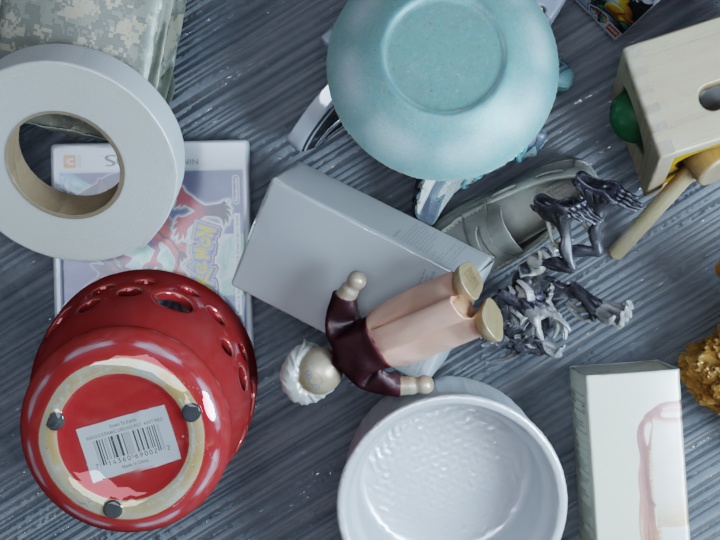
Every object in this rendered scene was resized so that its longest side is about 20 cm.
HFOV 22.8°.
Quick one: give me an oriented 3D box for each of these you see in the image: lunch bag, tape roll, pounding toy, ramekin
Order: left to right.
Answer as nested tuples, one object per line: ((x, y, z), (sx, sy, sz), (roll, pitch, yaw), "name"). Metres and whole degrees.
((-0.252, -0.099, 1.546), (0.202, 0.037, 0.204), (5, 123, 7), "tape roll")
((-0.241, -0.215, 1.570), (0.163, 0.118, 0.201), (12, 95, 0), "lunch bag")
((0.077, 0.190, 1.572), (0.199, 0.098, 0.202), (-1, 104, -2), "ramekin")
((0.296, -0.120, 1.546), (0.199, 0.184, 0.143), (-18, 79, 1), "pounding toy")

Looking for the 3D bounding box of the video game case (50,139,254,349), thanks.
((-0.189, -0.017, 1.625), (0.181, 0.023, 0.201), (-1, 92, 1), "video game case")

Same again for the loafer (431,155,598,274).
((0.122, -0.038, 1.592), (0.200, 0.070, 0.070), (-34, 94, 6), "loafer")

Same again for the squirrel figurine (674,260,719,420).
((0.366, 0.073, 1.543), (0.186, 0.142, 0.200), (33, 123, -30), "squirrel figurine")

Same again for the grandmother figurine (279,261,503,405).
((0.016, 0.058, 1.502), (0.199, 0.061, 0.122), (-27, 90, 24), "grandmother figurine")

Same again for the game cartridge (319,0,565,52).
((0.081, -0.217, 1.550), (0.200, 0.042, 0.133), (-41, 86, -7), "game cartridge")

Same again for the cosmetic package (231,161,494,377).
((0.000, 0.000, 1.565), (0.199, 0.081, 0.113), (29, 112, 10), "cosmetic package")

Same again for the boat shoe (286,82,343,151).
((0.022, -0.168, 1.596), (0.200, 0.072, 0.068), (-43, 89, -5), "boat shoe")

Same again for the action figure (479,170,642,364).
((0.172, 0.020, 1.546), (0.102, 0.119, 0.201), (41, 132, 28), "action figure")

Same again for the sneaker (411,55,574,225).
((0.119, -0.118, 1.590), (0.086, 0.078, 0.200), (33, 92, -3), "sneaker")

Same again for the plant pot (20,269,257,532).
((-0.193, 0.112, 1.535), (0.199, 0.183, 0.202), (0, 101, 1), "plant pot")

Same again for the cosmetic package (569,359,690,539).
((0.240, 0.184, 1.584), (0.087, 0.103, 0.201), (-5, 93, -1), "cosmetic package")

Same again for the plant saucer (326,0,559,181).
((0.071, -0.178, 1.505), (0.200, 0.039, 0.202), (0, 79, -1), "plant saucer")

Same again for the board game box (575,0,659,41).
((0.184, -0.299, 1.556), (0.200, 0.126, 0.035), (45, 74, 0), "board game box")
